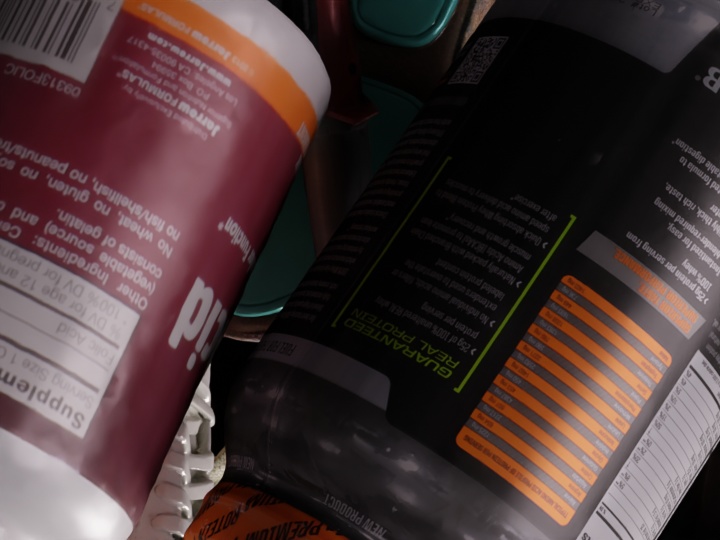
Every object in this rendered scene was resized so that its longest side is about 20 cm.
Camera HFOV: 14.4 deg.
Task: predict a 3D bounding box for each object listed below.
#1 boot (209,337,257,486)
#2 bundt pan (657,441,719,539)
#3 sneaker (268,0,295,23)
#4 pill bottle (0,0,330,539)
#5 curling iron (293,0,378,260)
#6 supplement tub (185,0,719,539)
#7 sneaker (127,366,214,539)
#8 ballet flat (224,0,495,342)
[{"bbox_3d":[0.000,0.000,1.005,0.155,0.072,0.200,37,72,-58],"label":"boot"},{"bbox_3d":[0.120,0.003,0.958,0.076,0.201,0.202,4,101,-75],"label":"bundt pan"},{"bbox_3d":[-0.066,-0.126,0.813,0.200,0.078,0.066,62,34,-49],"label":"sneaker"},{"bbox_3d":[-0.097,0.011,0.781,0.200,0.114,0.114,-65,151,-17],"label":"pill bottle"},{"bbox_3d":[0.000,-0.056,0.841,0.049,0.026,0.201,-5,107,-22],"label":"curling iron"},{"bbox_3d":[0.045,0.021,0.801,0.200,0.122,0.123,-55,148,-14],"label":"supplement tub"},{"bbox_3d":[-0.076,0.076,0.891,0.076,0.080,0.201,37,69,-59],"label":"sneaker"},{"bbox_3d":[0.006,-0.054,0.924,0.200,0.068,0.067,-61,165,-19],"label":"ballet flat"}]
